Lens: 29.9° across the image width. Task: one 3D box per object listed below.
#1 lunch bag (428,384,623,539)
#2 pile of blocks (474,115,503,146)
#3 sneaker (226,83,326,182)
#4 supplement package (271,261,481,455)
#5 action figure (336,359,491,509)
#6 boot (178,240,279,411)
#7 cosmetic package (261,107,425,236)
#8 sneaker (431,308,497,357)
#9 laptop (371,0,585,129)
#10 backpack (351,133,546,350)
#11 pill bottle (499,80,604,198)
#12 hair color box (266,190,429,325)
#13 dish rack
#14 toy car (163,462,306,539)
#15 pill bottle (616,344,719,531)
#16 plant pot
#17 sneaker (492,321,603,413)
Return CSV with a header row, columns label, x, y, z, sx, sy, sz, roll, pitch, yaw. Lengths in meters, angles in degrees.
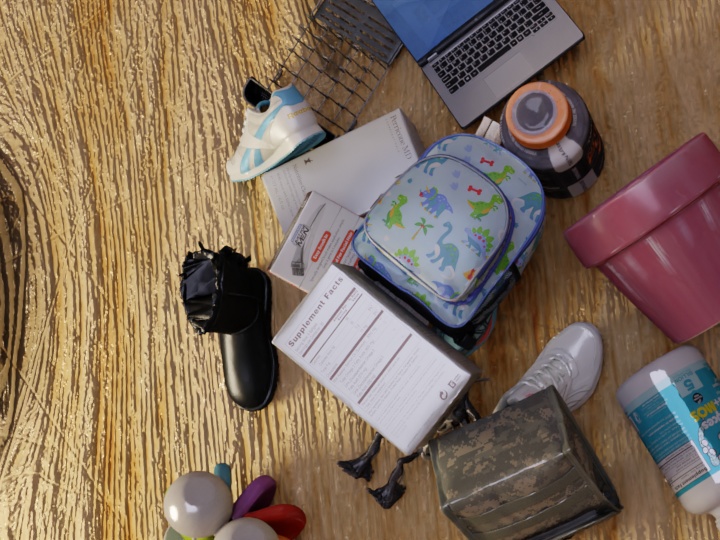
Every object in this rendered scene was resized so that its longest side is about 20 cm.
label,x,y,z,sx,sy,sz,roll,pitch,yaw
lunch bag,0.192,0.250,1.517,0.163,0.200,0.118,-25,42,15
pile of blocks,0.138,-0.096,1.651,0.062,0.082,0.201,28,75,6
sneaker,-0.115,-0.170,1.705,0.200,0.076,0.081,-27,89,54
supplement package,0.021,0.097,1.514,0.200,0.117,0.118,39,96,11
action figure,0.068,0.188,1.613,0.119,0.102,0.200,43,98,25
boot,-0.163,0.070,1.675,0.073,0.162,0.200,-4,79,19
cosmetic package,-0.009,-0.106,1.699,0.199,0.081,0.114,-27,72,13
sneaker,0.135,0.013,1.623,0.079,0.095,0.201,26,89,19
laptop,0.138,-0.318,1.665,0.187,0.116,0.201,-37,51,9
backpack,0.109,-0.050,1.515,0.183,0.147,0.200,38,83,15
pill bottle,0.221,-0.156,1.568,0.105,0.200,0.107,-3,79,17
hair color box,0.000,0.000,1.622,0.199,0.064,0.112,29,87,-8
dish rack,-0.041,-0.265,1.751,0.153,0.055,0.201,35,93,19
toy car,-0.146,0.317,1.644,0.200,0.176,0.150,39,59,20
pill bottle,0.380,0.193,1.505,0.110,0.111,0.201,-33,73,10
plant pot,0.356,-0.026,1.519,0.199,0.200,0.180,-35,88,9
sneaker,0.213,0.145,1.572,0.078,0.099,0.201,36,92,20
